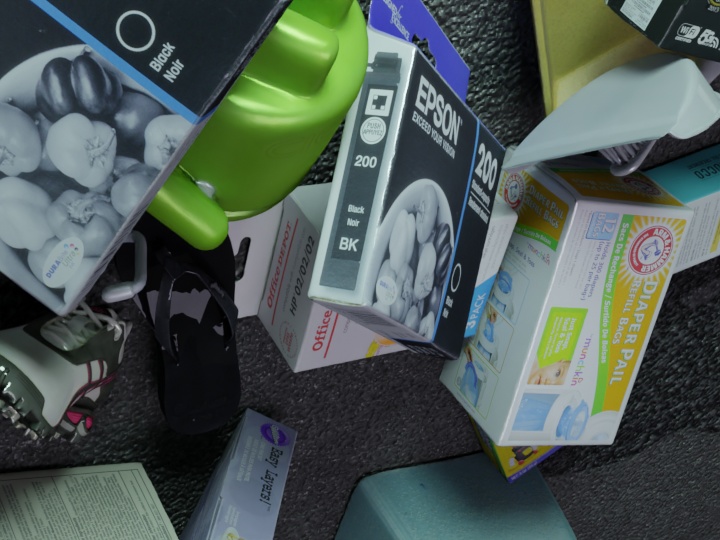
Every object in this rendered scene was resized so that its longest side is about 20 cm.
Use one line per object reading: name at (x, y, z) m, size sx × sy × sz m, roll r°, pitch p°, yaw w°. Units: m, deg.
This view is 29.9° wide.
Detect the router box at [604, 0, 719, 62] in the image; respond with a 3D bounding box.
router box at (0.274, -0.209, 0.881) m, size 0.198 × 0.062 × 0.151 m, roll 3°, pitch 125°, yaw -39°

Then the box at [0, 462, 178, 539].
box at (-0.235, 0.198, 0.936) m, size 0.198 × 0.095 × 0.078 m, roll 2°, pitch 129°, yaw -37°

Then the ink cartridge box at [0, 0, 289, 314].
ink cartridge box at (-0.160, -0.114, 0.616) m, size 0.199 × 0.043 × 0.199 m, roll 37°, pitch 113°, yaw -4°

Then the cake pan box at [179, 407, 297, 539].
cake pan box at (-0.114, 0.226, 0.997) m, size 0.052 × 0.200 × 0.185 m, roll 26°, pitch 115°, yaw -8°

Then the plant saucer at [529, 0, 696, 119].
plant saucer at (0.189, -0.207, 0.906) m, size 0.199 × 0.049 × 0.201 m, roll -29°, pitch 140°, yaw -10°

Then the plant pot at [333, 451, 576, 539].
plant pot at (0.096, 0.309, 1.214) m, size 0.195 × 0.200 × 0.197 m, roll -5°, pitch 132°, yaw -33°

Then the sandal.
sandal at (-0.110, 0.031, 0.891) m, size 0.075 × 0.043 × 0.202 m, roll -21°, pitch 129°, yaw -14°

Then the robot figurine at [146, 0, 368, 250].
robot figurine at (-0.066, -0.100, 0.728) m, size 0.115 × 0.177 × 0.200 m, roll 20°, pitch 154°, yaw -11°

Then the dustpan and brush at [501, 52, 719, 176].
dustpan and brush at (0.198, -0.114, 0.900) m, size 0.200 × 0.139 × 0.057 m, roll -50°, pitch 117°, yaw -34°

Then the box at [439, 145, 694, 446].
box at (0.151, 0.020, 1.014) m, size 0.111 × 0.101 × 0.202 m, roll 2°, pitch 115°, yaw -27°

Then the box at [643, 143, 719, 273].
box at (0.298, -0.058, 1.132) m, size 0.198 × 0.049 × 0.083 m, roll -20°, pitch 137°, yaw -22°

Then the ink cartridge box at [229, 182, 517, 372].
ink cartridge box at (0.000, 0.000, 0.944) m, size 0.198 × 0.068 × 0.116 m, roll -10°, pitch 133°, yaw -30°

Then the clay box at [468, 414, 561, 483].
clay box at (0.143, 0.092, 1.160) m, size 0.114 × 0.048 × 0.201 m, roll -34°, pitch 142°, yaw -6°

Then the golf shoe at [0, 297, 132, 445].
golf shoe at (-0.188, 0.050, 0.807) m, size 0.088 × 0.077 × 0.200 m, roll -54°, pitch 178°, yaw -6°

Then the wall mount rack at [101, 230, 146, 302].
wall mount rack at (-0.215, -0.034, 0.746) m, size 0.172 × 0.075 × 0.201 m, roll -7°, pitch 136°, yaw 1°

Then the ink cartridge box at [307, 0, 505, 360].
ink cartridge box at (0.038, -0.060, 0.811) m, size 0.198 × 0.043 × 0.202 m, roll 30°, pitch 69°, yaw -67°
